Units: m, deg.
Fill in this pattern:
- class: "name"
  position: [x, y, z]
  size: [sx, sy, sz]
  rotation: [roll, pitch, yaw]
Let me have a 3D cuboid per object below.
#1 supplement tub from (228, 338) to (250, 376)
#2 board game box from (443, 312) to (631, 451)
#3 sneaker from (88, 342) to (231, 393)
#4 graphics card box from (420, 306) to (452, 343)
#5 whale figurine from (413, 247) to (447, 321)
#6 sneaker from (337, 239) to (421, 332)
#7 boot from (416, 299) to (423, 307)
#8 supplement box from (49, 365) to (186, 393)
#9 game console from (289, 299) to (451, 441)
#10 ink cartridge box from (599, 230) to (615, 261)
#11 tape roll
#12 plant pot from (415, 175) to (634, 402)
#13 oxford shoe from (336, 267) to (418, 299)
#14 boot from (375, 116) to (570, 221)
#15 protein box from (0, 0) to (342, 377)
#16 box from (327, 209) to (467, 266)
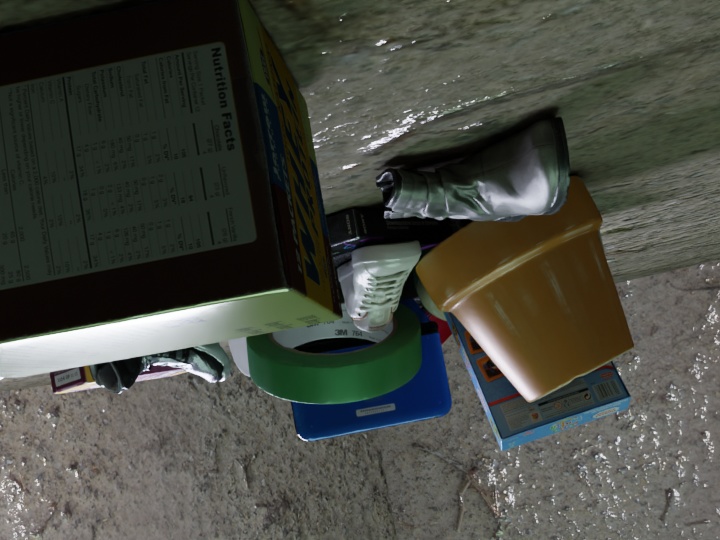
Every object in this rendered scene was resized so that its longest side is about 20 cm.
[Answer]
- class: "supplement tub"
  position: [-0.075, 0.077, 1.540]
  size: [0.200, 0.145, 0.145]
  rotation: [-6, 172, -32]
- class: "board game box"
  position: [0.194, 0.089, 1.228]
  size: [0.151, 0.200, 0.037]
  rotation: [-18, 147, -4]
- class: "sneaker"
  position: [-0.244, 0.102, 1.255]
  size: [0.075, 0.114, 0.200]
  rotation: [-4, 143, 47]
- class: "graphics card box"
  position: [0.070, 0.113, 1.622]
  size: [0.125, 0.051, 0.200]
  rotation: [-46, -175, -11]
- class: "whale figurine"
  position: [0.155, -0.024, 1.324]
  size: [0.200, 0.104, 0.159]
  rotation: [-36, 141, 16]
- class: "sneaker"
  position: [0.025, 0.018, 1.150]
  size: [0.073, 0.085, 0.200]
  rotation: [-8, 171, -11]
- class: "boot"
  position: [0.104, 0.016, 1.594]
  size: [0.182, 0.073, 0.200]
  rotation: [-6, 174, -31]
- class: "supplement box"
  position: [-0.355, 0.117, 1.630]
  size: [0.200, 0.103, 0.131]
  rotation: [-6, 171, -38]
- class: "game console"
  position: [-0.004, 0.116, 1.372]
  size: [0.200, 0.171, 0.118]
  rotation: [-9, 174, -13]
- class: "ink cartridge box"
  position: [0.250, -0.030, 1.458]
  size: [0.116, 0.067, 0.200]
  rotation: [-15, 174, 35]
- class: "tape roll"
  position: [-0.030, 0.086, 1.239]
  size: [0.200, 0.048, 0.200]
  rotation: [-2, -159, 1]
- class: "plant pot"
  position: [0.188, 0.030, 1.135]
  size: [0.200, 0.183, 0.200]
  rotation: [-28, 170, -5]
- class: "oxford shoe"
  position: [0.000, 0.000, 1.359]
  size: [0.200, 0.071, 0.071]
  rotation: [8, 169, -35]
- class: "boot"
  position: [0.085, -0.070, 0.879]
  size: [0.130, 0.068, 0.200]
  rotation: [-3, 171, -10]
- class: "protein box"
  position: [-0.127, -0.029, 0.548]
  size: [0.200, 0.135, 0.199]
  rotation: [-10, 173, 4]
- class: "box"
  position: [0.005, -0.034, 1.181]
  size: [0.143, 0.036, 0.200]
  rotation: [-16, 173, 38]
